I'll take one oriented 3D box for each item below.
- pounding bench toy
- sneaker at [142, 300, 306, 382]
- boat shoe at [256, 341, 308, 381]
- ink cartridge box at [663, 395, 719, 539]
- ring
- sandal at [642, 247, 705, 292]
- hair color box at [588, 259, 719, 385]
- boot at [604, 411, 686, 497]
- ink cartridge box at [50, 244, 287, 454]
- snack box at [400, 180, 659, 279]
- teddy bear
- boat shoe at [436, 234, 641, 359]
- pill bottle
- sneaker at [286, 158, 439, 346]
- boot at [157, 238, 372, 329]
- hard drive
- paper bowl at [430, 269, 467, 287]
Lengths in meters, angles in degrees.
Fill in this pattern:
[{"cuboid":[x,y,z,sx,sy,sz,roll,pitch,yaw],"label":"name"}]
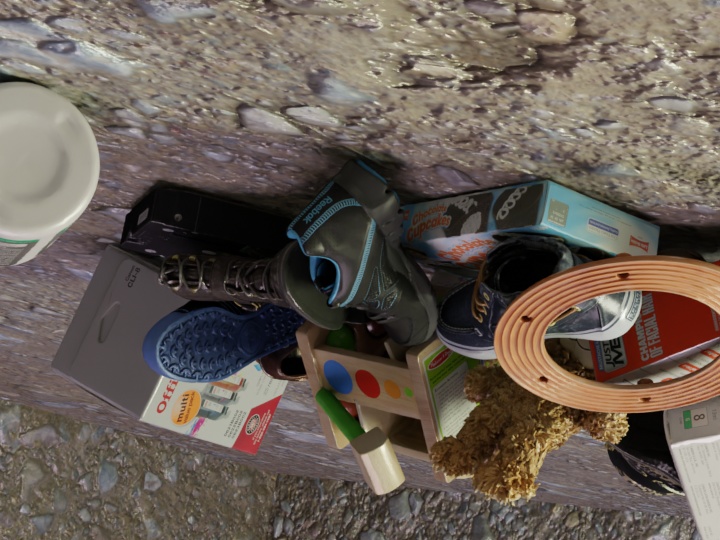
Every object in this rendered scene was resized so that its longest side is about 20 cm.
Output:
[{"cuboid":[0.017,0.100,1.397,0.156,0.125,0.200,10,-145,41],"label":"pounding bench toy"},{"cuboid":[-0.130,0.052,1.464,0.078,0.070,0.200,7,-167,38],"label":"sneaker"},{"cuboid":[-0.001,0.066,1.565,0.199,0.071,0.070,-16,-164,-20],"label":"boat shoe"},{"cuboid":[0.355,0.153,1.307,0.199,0.050,0.161,-13,133,14],"label":"ink cartridge box"},{"cuboid":[0.194,0.044,1.165,0.199,0.019,0.201,2,145,2],"label":"ring"},{"cuboid":[0.243,0.016,1.322,0.081,0.055,0.200,-13,159,13],"label":"sandal"},{"cuboid":[0.283,0.039,1.239,0.200,0.064,0.111,-26,148,34],"label":"hair color box"},{"cuboid":[0.238,0.141,1.454,0.203,0.074,0.154,37,168,-7],"label":"boot"},{"cuboid":[-0.185,0.084,1.701,0.144,0.146,0.200,24,179,36],"label":"ink cartridge box"},{"cuboid":[0.119,-0.025,1.274,0.116,0.037,0.200,19,165,-32],"label":"snack box"},{"cuboid":[0.142,0.106,1.309,0.145,0.200,0.067,41,159,59],"label":"teddy bear"},{"cuboid":[0.109,0.015,1.235,0.091,0.071,0.200,28,155,-35],"label":"boat shoe"},{"cuboid":[-0.267,-0.064,1.229,0.113,0.114,0.200,14,167,-18],"label":"pill bottle"},{"cuboid":[0.000,0.000,1.254,0.073,0.082,0.200,42,166,39],"label":"sneaker"},{"cuboid":[-0.087,0.010,1.341,0.173,0.070,0.200,4,173,20],"label":"boot"},{"cuboid":[-0.102,-0.025,1.459,0.199,0.038,0.140,14,168,-16],"label":"hard drive"},{"cuboid":[0.156,0.067,1.522,0.200,0.105,0.201,9,167,2],"label":"paper bowl"}]
